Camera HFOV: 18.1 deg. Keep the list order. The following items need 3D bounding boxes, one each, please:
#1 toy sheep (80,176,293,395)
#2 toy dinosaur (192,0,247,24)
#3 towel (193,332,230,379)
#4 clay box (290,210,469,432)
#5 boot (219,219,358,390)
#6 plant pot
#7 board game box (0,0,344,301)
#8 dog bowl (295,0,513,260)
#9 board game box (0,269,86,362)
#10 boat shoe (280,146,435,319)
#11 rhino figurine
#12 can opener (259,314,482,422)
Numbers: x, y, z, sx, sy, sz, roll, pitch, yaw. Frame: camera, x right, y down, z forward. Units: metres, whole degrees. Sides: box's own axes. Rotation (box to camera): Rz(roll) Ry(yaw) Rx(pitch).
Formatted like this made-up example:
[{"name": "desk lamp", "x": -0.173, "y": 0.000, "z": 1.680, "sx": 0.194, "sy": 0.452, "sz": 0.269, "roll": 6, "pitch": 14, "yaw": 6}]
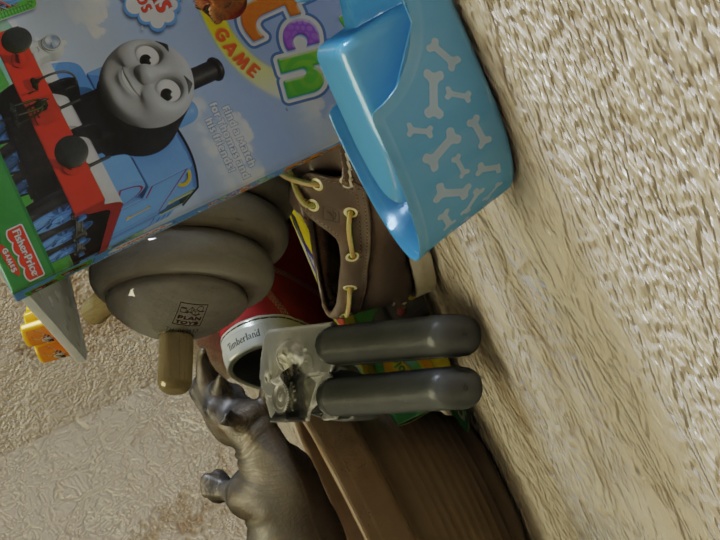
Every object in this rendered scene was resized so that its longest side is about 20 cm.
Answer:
[{"name": "toy sheep", "x": -0.097, "y": -0.031, "z": 1.185, "sx": 0.138, "sy": 0.137, "sz": 0.201, "roll": 84, "pitch": 180, "yaw": -72}, {"name": "toy dinosaur", "x": -0.084, "y": -0.198, "z": 0.920, "sx": 0.181, "sy": 0.200, "sz": 0.105, "roll": 45, "pitch": 173, "yaw": -21}, {"name": "towel", "x": -0.105, "y": -0.044, "z": 1.447, "sx": 0.133, "sy": 0.034, "sz": 0.201, "roll": 45, "pitch": -134, "yaw": -37}, {"name": "clay box", "x": 0.000, "y": 0.000, "z": 1.296, "sx": 0.115, "sy": 0.047, "sz": 0.201, "roll": -129, "pitch": 16, "yaw": -65}, {"name": "boot", "x": -0.031, "y": 0.019, "z": 1.447, "sx": 0.200, "sy": 0.072, "sz": 0.145, "roll": 37, "pitch": -146, "yaw": -54}, {"name": "plant pot", "x": 0.039, "y": 0.149, "z": 1.339, "sx": 0.202, "sy": 0.092, "sz": 0.201, "roll": 63, "pitch": 173, "yaw": 14}, {"name": "board game box", "x": -0.092, "y": -0.098, "z": 0.984, "sx": 0.152, "sy": 0.199, "sz": 0.037, "roll": 64, "pitch": 172, "yaw": 3}, {"name": "dog bowl", "x": 0.001, "y": -0.105, "z": 0.879, "sx": 0.201, "sy": 0.049, "sz": 0.111, "roll": 65, "pitch": 174, "yaw": -8}, {"name": "board game box", "x": -0.190, "y": -0.071, "z": 1.108, "sx": 0.200, "sy": 0.026, "sz": 0.201, "roll": 65, "pitch": -171, "yaw": -69}, {"name": "boat shoe", "x": -0.008, "y": -0.043, "z": 1.142, "sx": 0.200, "sy": 0.059, "sz": 0.072, "roll": 74, "pitch": 169, "yaw": -55}, {"name": "rhino figurine", "x": -0.053, "y": 0.133, "z": 1.342, "sx": 0.087, "sy": 0.060, "sz": 0.201, "roll": 7, "pitch": 123, "yaw": 60}, {"name": "can opener", "x": 0.010, "y": 0.053, "z": 1.206, "sx": 0.200, "sy": 0.066, "sz": 0.054, "roll": -8, "pitch": 82, "yaw": 56}]
